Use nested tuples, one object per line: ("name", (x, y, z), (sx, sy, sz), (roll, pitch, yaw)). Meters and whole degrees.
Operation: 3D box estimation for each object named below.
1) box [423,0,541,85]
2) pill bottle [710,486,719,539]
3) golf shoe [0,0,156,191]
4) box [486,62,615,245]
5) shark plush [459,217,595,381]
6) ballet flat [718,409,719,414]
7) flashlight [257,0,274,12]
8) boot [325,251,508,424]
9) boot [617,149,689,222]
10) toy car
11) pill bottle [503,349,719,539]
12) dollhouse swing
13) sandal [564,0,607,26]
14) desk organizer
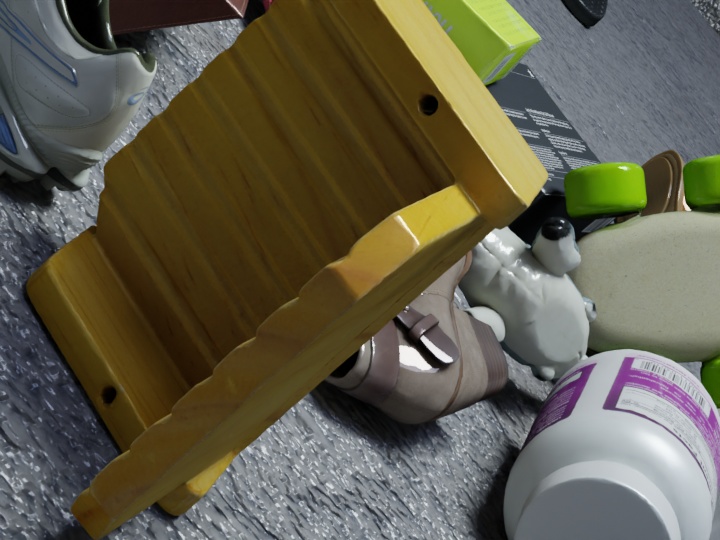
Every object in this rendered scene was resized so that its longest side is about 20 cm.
("box", (0.031, -0.211, 1.403), (0.200, 0.048, 0.122), (46, 17, 4))
("pill bottle", (0.272, 0.187, 1.296), (0.200, 0.111, 0.112), (38, 21, -30))
("golf shoe", (-0.158, -0.138, 0.957), (0.201, 0.097, 0.078), (58, 24, 16))
("box", (0.100, -0.083, 1.482), (0.142, 0.079, 0.200), (57, 20, 15))
("shark plush", (0.106, 0.016, 1.256), (0.200, 0.091, 0.083), (34, 2, -45))
("ballet flat", (0.262, 0.132, 1.442), (0.067, 0.070, 0.201), (36, 22, -33))
("flashlight", (-0.049, -0.179, 1.352), (0.067, 0.068, 0.201), (10, 36, -21))
("boot", (0.000, 0.000, 1.118), (0.146, 0.070, 0.200), (13, 33, -50))
("boot", (0.303, -0.001, 1.803), (0.154, 0.074, 0.201), (37, 34, -30))
("toy car", (0.204, 0.019, 1.435), (0.200, 0.156, 0.166), (111, -25, -83))
("pill bottle", (0.138, 0.120, 1.119), (0.112, 0.112, 0.200), (49, 19, -1))
("dollhouse swing", (-0.056, -0.017, 0.806), (0.182, 0.200, 0.175), (55, 20, 18))
("sandal", (0.263, -0.338, 2.419), (0.075, 0.048, 0.201), (47, 31, -9))
("desk organizer", (-0.110, -0.188, 1.222), (0.077, 0.072, 0.200), (46, 19, -17))
